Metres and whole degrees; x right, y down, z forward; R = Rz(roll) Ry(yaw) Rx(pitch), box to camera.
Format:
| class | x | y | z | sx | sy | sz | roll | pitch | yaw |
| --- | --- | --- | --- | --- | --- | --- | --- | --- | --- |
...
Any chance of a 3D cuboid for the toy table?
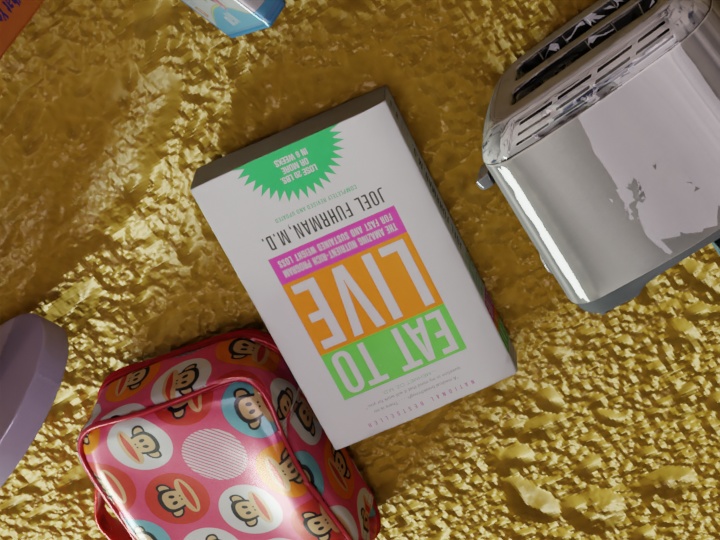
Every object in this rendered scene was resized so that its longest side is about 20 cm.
| class | x | y | z | sx | sy | sz | roll | pitch | yaw |
| --- | --- | --- | --- | --- | --- | --- | --- | --- | --- |
| toy table | -0.289 | 0.084 | 1.021 | 0.117 | 0.184 | 0.200 | 28 | 113 | -29 |

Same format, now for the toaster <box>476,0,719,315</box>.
| class | x | y | z | sx | sy | sz | roll | pitch | yaw |
| --- | --- | --- | --- | --- | --- | --- | --- | --- | --- |
| toaster | 0.160 | -0.080 | 0.885 | 0.199 | 0.114 | 0.129 | -33 | 110 | 26 |

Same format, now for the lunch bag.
| class | x | y | z | sx | sy | sz | roll | pitch | yaw |
| --- | --- | --- | --- | --- | --- | --- | --- | --- | --- |
| lunch bag | -0.095 | 0.149 | 1.074 | 0.175 | 0.082 | 0.201 | -19 | 117 | 18 |

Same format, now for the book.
| class | x | y | z | sx | sy | sz | roll | pitch | yaw |
| --- | --- | --- | --- | --- | --- | --- | --- | --- | --- |
| book | 0.000 | 0.000 | 0.998 | 0.132 | 0.048 | 0.201 | -22 | 114 | 15 |

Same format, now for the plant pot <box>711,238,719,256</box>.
| class | x | y | z | sx | sy | sz | roll | pitch | yaw |
| --- | --- | --- | --- | --- | --- | --- | --- | --- | --- |
| plant pot | 0.326 | 0.008 | 0.878 | 0.187 | 0.200 | 0.200 | -37 | 111 | 10 |

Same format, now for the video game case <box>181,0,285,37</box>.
| class | x | y | z | sx | sy | sz | roll | pitch | yaw |
| --- | --- | --- | --- | --- | --- | --- | --- | --- | --- |
| video game case | -0.135 | -0.190 | 0.847 | 0.199 | 0.143 | 0.018 | 35 | 87 | -14 |

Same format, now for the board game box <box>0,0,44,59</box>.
| class | x | y | z | sx | sy | sz | roll | pitch | yaw |
| --- | --- | --- | --- | --- | --- | --- | --- | --- | --- |
| board game box | -0.313 | -0.146 | 0.856 | 0.199 | 0.200 | 0.200 | -34 | 111 | 24 |
